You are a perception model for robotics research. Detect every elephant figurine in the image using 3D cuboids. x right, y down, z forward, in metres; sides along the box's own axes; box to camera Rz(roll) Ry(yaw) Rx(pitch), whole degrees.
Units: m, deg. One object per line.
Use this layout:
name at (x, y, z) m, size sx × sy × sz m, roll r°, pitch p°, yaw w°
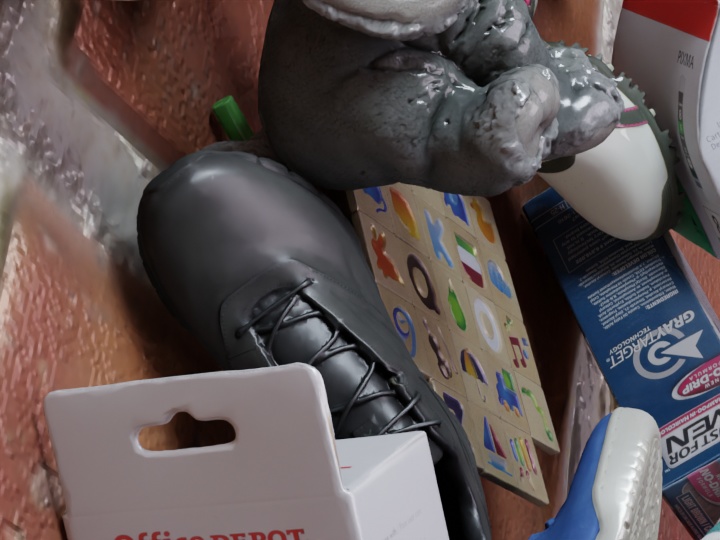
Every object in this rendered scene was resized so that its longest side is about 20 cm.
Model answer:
elephant figurine at (0.019, -0.136, 0.798) m, size 0.155 × 0.141 × 0.201 m, roll -32°, pitch 122°, yaw -35°

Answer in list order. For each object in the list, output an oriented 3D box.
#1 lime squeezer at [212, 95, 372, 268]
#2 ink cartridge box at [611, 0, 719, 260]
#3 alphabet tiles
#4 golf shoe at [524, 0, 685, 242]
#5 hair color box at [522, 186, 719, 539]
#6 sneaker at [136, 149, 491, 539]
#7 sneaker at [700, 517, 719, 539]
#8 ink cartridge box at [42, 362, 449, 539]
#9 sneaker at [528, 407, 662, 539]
lime squeezer at (0.000, 0.000, 0.914) m, size 0.200 × 0.038 × 0.071 m, roll 40°, pitch 50°, yaw -51°
ink cartridge box at (0.148, -0.099, 1.055) m, size 0.200 × 0.050 × 0.161 m, roll 60°, pitch -1°, yaw -15°
alphabet tiles at (0.036, 0.001, 0.950) m, size 0.166 × 0.006 × 0.201 m, roll 32°, pitch 39°, yaw -57°
golf shoe at (0.070, -0.078, 1.015) m, size 0.200 × 0.077 × 0.088 m, roll 50°, pitch 57°, yaw -16°
hair color box at (0.153, 0.045, 1.073) m, size 0.100 × 0.060 × 0.200 m, roll 50°, pitch 13°, yaw -44°
sneaker at (-0.007, 0.039, 0.797) m, size 0.200 × 0.076 × 0.091 m, roll 51°, pitch 1°, yaw -23°
sneaker at (0.158, 0.149, 0.925) m, size 0.070 × 0.200 × 0.093 m, roll 44°, pitch -10°, yaw 9°
ink cartridge box at (-0.027, 0.124, 0.748) m, size 0.067 × 0.115 × 0.201 m, roll -27°, pitch 108°, yaw -60°
sneaker at (0.048, 0.141, 0.875) m, size 0.077 × 0.111 × 0.201 m, roll 44°, pitch 61°, yaw -66°
